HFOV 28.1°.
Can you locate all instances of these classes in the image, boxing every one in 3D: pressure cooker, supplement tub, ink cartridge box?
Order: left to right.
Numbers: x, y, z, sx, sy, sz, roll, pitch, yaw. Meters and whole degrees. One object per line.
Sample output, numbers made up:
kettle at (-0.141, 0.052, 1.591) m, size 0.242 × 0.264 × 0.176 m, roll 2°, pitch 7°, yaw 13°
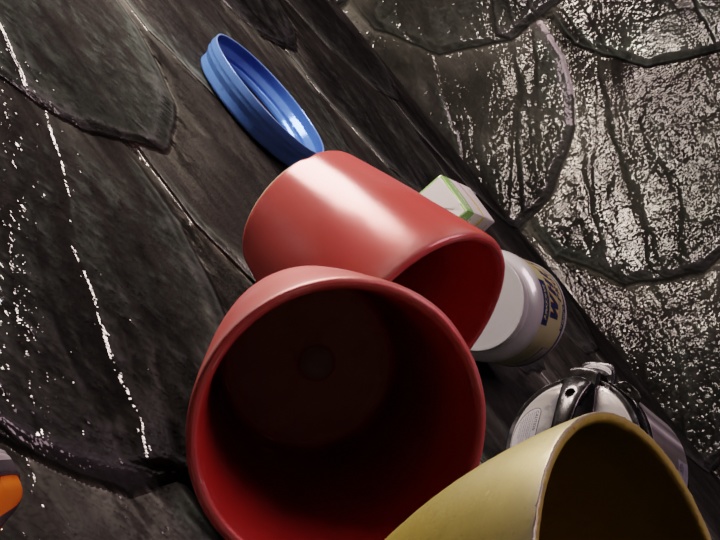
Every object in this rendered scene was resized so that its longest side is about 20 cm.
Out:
ink cartridge box at (0.117, -0.063, 2.040) m, size 0.068 × 0.117 × 0.200 m, roll 53°, pitch 13°, yaw 14°
supplement tub at (0.179, 0.049, 1.864) m, size 0.146 × 0.145 × 0.200 m, roll 53°, pitch 13°, yaw 18°
pressure cooker at (0.258, 0.210, 1.592) m, size 0.200 × 0.178 × 0.177 m, roll 34°, pitch 22°, yaw -52°

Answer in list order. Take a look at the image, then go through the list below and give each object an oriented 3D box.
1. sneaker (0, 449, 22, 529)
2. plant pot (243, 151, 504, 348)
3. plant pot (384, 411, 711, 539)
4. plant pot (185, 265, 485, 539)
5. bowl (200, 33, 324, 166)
sneaker at (-0.173, 0.148, 0.553) m, size 0.112 × 0.077 × 0.200 m, roll 53°, pitch 23°, yaw -1°
plant pot at (0.000, 0.000, 1.288) m, size 0.177 × 0.201 × 0.200 m, roll 44°, pitch 8°, yaw 33°
plant pot at (0.064, 0.176, 0.620) m, size 0.199 × 0.141 × 0.202 m, roll 33°, pitch 48°, yaw -45°
plant pot at (-0.026, 0.084, 0.987) m, size 0.201 × 0.200 × 0.177 m, roll 46°, pitch 2°, yaw -14°
bowl at (-0.126, -0.210, 1.814) m, size 0.201 × 0.039 × 0.201 m, roll 47°, pitch 12°, yaw -13°
